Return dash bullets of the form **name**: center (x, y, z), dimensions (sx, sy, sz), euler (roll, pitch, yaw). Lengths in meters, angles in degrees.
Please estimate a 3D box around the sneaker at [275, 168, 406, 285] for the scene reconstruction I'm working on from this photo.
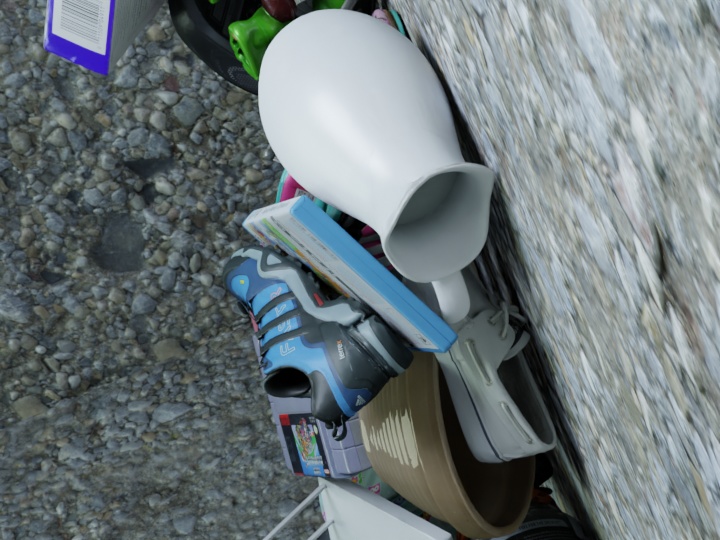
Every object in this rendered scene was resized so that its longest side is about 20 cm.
- **sneaker**: center (-0.005, -0.039, 1.381), dimensions (0.200, 0.120, 0.084), euler (99, 178, -52)

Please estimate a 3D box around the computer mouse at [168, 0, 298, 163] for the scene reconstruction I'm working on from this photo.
- **computer mouse**: center (-0.099, -0.189, 1.520), dimensions (0.200, 0.053, 0.139), euler (44, -131, -36)

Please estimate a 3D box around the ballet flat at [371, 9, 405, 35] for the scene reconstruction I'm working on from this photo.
- **ballet flat**: center (0.019, -0.111, 1.395), dimensions (0.200, 0.071, 0.069), euler (69, -177, -48)

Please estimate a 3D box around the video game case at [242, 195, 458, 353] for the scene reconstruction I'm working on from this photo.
- **video game case**: center (-0.012, 0.005, 1.300), dimensions (0.143, 0.018, 0.200), euler (42, 170, -9)

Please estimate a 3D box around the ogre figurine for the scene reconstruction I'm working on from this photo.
- **ogre figurine**: center (-0.065, -0.233, 1.428), dimensions (0.200, 0.120, 0.098), euler (57, 172, -12)

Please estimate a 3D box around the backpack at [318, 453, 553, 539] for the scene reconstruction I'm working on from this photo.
- **backpack**: center (0.063, 0.193, 1.675), dimensions (0.127, 0.200, 0.167), euler (47, -170, -22)

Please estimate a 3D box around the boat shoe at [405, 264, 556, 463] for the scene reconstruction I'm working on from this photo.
- **boat shoe**: center (0.091, 0.051, 1.333), dimensions (0.072, 0.066, 0.200), euler (-44, -61, -57)

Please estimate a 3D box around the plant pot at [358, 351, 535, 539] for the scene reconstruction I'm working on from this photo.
- **plant pot**: center (0.059, 0.114, 1.430), dimensions (0.201, 0.093, 0.201), euler (-11, -90, -67)

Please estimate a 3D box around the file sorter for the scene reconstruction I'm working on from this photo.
- **file sorter**: center (-0.002, 0.301, 1.568), dimensions (0.139, 0.125, 0.200), euler (25, 142, 34)

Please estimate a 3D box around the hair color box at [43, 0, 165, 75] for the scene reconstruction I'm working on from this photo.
- **hair color box**: center (-0.179, -0.263, 1.462), dimensions (0.109, 0.065, 0.200), euler (106, -168, -48)

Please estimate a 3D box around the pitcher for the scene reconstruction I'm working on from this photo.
- **pitcher**: center (0.014, -0.070, 1.238), dimensions (0.200, 0.121, 0.172), euler (54, 162, 37)

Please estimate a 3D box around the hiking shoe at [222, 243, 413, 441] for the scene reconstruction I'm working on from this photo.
- **hiking shoe**: center (-0.053, 0.044, 1.318), dimensions (0.200, 0.087, 0.074), euler (30, 166, 50)

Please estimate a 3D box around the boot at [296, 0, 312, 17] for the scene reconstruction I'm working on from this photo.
- **boot**: center (-0.017, -0.189, 1.738), dimensions (0.132, 0.070, 0.200), euler (62, -175, -23)

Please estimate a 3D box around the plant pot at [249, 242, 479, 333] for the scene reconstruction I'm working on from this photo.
- **plant pot**: center (0.017, 0.023, 1.623), dimensions (0.200, 0.200, 0.179), euler (67, 163, -7)

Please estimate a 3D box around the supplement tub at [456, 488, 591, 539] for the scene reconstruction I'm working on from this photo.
- **supplement tub**: center (0.156, 0.285, 1.523), dimensions (0.200, 0.122, 0.123), euler (-113, 1, -46)

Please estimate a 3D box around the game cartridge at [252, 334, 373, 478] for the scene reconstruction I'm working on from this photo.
- **game cartridge**: center (-0.042, 0.108, 1.515), dimensions (0.200, 0.038, 0.130), euler (162, 97, -73)

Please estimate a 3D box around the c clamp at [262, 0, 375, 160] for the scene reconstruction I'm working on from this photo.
- **c clamp**: center (-0.032, -0.143, 1.409), dimensions (0.027, 0.171, 0.200), euler (26, 173, 6)
